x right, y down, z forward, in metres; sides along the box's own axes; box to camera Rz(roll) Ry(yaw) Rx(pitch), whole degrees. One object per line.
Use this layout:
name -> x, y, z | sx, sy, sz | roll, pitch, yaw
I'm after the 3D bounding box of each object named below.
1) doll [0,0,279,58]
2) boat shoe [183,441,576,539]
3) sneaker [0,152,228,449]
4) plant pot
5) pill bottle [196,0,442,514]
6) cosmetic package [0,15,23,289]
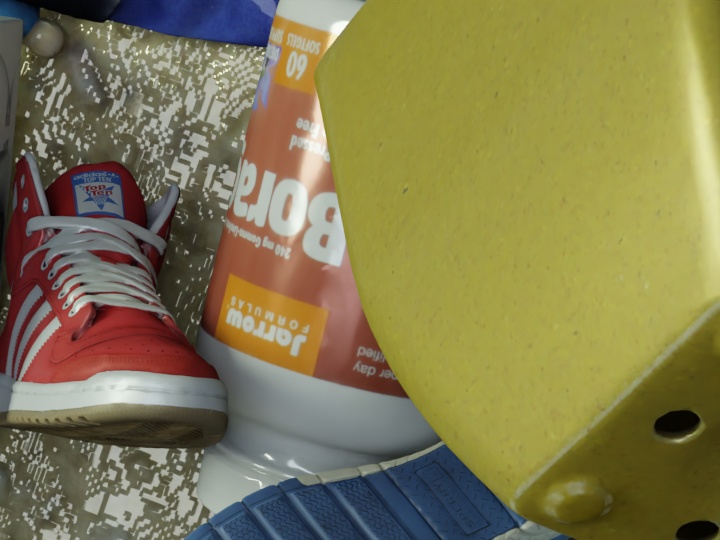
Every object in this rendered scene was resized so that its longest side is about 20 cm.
doll -> -0.113, -0.139, 0.893 | 0.198, 0.049, 0.137 | 9, 128, 2
boat shoe -> 0.016, 0.111, 0.802 | 0.199, 0.073, 0.072 | -19, 46, -20
sneaker -> -0.095, 0.008, 0.844 | 0.071, 0.200, 0.113 | 13, 83, -23
plant pot -> 0.115, -0.015, 0.685 | 0.194, 0.201, 0.194 | 22, 133, -24
pill bottle -> 0.000, 0.000, 0.855 | 0.111, 0.112, 0.202 | 15, 97, 9
cosmetic package -> -0.180, 0.003, 0.853 | 0.051, 0.151, 0.202 | 8, 100, 9
